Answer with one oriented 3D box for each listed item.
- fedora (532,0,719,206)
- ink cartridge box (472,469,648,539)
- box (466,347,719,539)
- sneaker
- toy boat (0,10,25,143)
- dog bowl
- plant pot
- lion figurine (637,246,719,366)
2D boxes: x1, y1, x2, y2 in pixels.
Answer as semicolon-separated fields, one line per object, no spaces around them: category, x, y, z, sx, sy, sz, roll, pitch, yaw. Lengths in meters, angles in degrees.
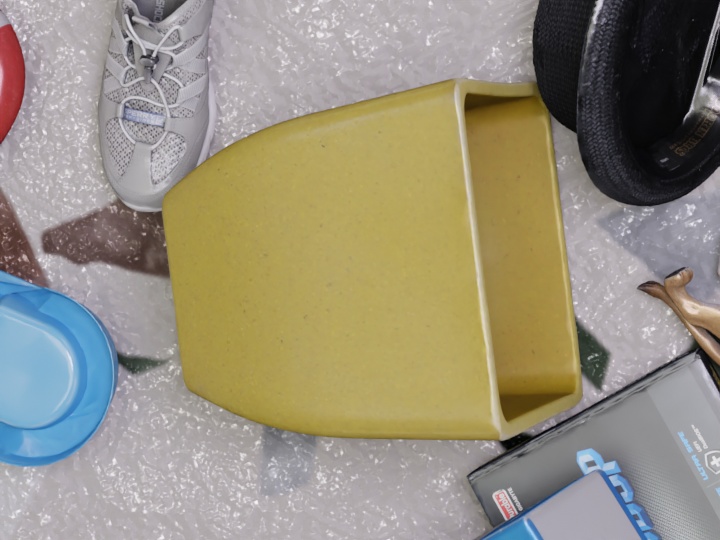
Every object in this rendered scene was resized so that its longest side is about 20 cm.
fedora;0.158;-0.141;1.435;0.092;0.201;0.201;21;97;40
ink cartridge box;0.089;0.224;1.441;0.200;0.084;0.146;-36;85;43
box;0.180;0.169;1.483;0.159;0.046;0.200;-29;87;11
sneaker;-0.127;-0.135;1.510;0.075;0.082;0.200;6;94;11
toy boat;-0.285;-0.109;1.485;0.131;0.200;0.131;55;145;3
dog bowl;-0.240;0.047;1.558;0.200;0.050;0.112;22;96;10
plant pot;0.000;0.000;1.443;0.200;0.195;0.194;-7;91;18
lion figurine;0.272;0.021;1.455;0.200;0.072;0.123;-23;101;25
